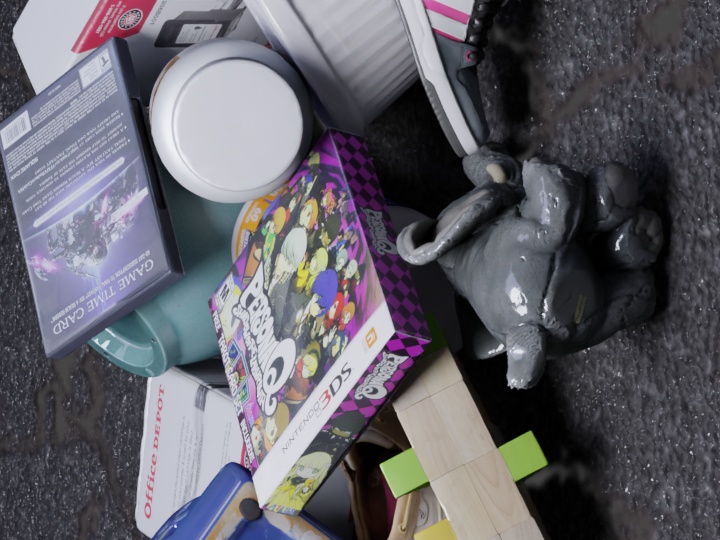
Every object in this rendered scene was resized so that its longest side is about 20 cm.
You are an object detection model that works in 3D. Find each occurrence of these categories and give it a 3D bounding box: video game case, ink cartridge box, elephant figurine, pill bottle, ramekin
[{"bbox_3d":[-0.032,0.034,1.674,0.181,0.036,0.201,-53,37,32],"label":"video game case"},{"bbox_3d":[-0.090,0.163,1.930,0.200,0.083,0.146,23,110,54],"label":"ink cartridge box"},{"bbox_3d":[0.094,-0.009,1.627,0.200,0.155,0.142,5,100,51],"label":"elephant figurine"},{"bbox_3d":[0.000,0.000,1.783,0.200,0.112,0.113,24,110,54],"label":"pill bottle"},{"bbox_3d":[-0.150,-0.203,1.931,0.145,0.199,0.084,-53,53,42],"label":"ink cartridge box"},{"bbox_3d":[-0.092,-0.106,1.739,0.200,0.114,0.115,-134,48,-82],"label":"pill bottle"},{"bbox_3d":[-0.204,-0.054,1.836,0.143,0.019,0.201,-33,62,33],"label":"video game case"},{"bbox_3d":[-0.028,-0.199,1.768,0.203,0.094,0.202,57,178,2],"label":"ramekin"}]

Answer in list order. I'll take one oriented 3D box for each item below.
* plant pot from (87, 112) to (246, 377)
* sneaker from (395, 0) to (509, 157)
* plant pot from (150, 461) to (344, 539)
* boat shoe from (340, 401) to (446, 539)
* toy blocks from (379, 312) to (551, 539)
[{"bbox_3d":[-0.157,-0.004,1.910,0.200,0.134,0.201,31,151,19],"label":"plant pot"},{"bbox_3d":[0.086,-0.187,1.664,0.084,0.120,0.201,-80,-27,-79],"label":"sneaker"},{"bbox_3d":[-0.083,0.265,1.703,0.200,0.200,0.180,37,146,0],"label":"plant pot"},{"bbox_3d":[0.019,0.130,1.768,0.074,0.069,0.201,-38,47,32],"label":"boat shoe"},{"bbox_3d":[0.077,0.137,1.666,0.201,0.100,0.137,64,-176,12],"label":"toy blocks"}]
